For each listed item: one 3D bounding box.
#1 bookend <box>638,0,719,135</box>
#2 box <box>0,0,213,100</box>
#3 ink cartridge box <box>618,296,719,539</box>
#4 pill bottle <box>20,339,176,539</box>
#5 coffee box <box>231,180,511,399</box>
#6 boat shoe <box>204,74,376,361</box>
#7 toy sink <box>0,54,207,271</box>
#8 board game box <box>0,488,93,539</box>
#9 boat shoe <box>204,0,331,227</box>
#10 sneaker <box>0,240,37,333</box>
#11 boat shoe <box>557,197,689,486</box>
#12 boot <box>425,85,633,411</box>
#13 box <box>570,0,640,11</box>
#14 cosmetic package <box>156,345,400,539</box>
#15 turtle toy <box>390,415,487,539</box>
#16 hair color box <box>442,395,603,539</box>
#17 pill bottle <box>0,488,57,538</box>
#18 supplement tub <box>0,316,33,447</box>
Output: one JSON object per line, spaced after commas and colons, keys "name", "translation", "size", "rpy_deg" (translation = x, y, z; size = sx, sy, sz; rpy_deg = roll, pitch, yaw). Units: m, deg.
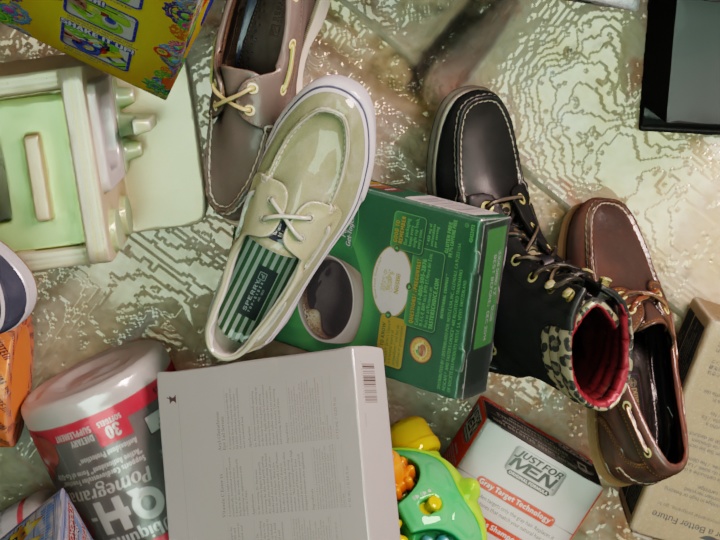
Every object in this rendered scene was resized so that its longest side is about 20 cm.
{"name": "bookend", "translation": [0.242, -0.173, 1.014], "size": [0.091, 0.200, 0.201], "rpy_deg": [3, 102, 0]}
{"name": "box", "translation": [-0.120, -0.243, 0.964], "size": [0.121, 0.193, 0.201], "rpy_deg": [25, 72, -5]}
{"name": "ink cartridge box", "translation": [0.304, 0.130, 1.145], "size": [0.198, 0.075, 0.166], "rpy_deg": [19, 103, -5]}
{"name": "pill bottle", "translation": [-0.149, 0.160, 1.132], "size": [0.110, 0.111, 0.201], "rpy_deg": [-22, 102, 5]}
{"name": "coffee box", "translation": [0.000, 0.000, 1.080], "size": [0.199, 0.044, 0.124], "rpy_deg": [15, 104, 33]}
{"name": "boat shoe", "translation": [-0.044, -0.027, 1.031], "size": [0.072, 0.062, 0.201], "rpy_deg": [23, 113, 1]}
{"name": "toy sink", "translation": [-0.211, -0.073, 1.079], "size": [0.198, 0.112, 0.132], "rpy_deg": [-6, 103, 1]}
{"name": "board game box", "translation": [-0.227, 0.249, 1.065], "size": [0.198, 0.062, 0.201], "rpy_deg": [-9, 118, -5]}
{"name": "boat shoe", "translation": [-0.070, -0.130, 1.069], "size": [0.071, 0.059, 0.202], "rpy_deg": [16, 91, 31]}
{"name": "sneaker", "translation": [-0.296, -0.020, 0.986], "size": [0.199, 0.109, 0.070], "rpy_deg": [33, 103, -3]}
{"name": "boat shoe", "translation": [0.185, 0.044, 1.095], "size": [0.070, 0.070, 0.202], "rpy_deg": [-5, 78, -25]}
{"name": "boot", "translation": [0.114, -0.015, 1.067], "size": [0.073, 0.153, 0.205], "rpy_deg": [-14, 108, -26]}
{"name": "box", "translation": [0.091, -0.251, 1.039], "size": [0.198, 0.115, 0.133], "rpy_deg": [12, 102, -2]}
{"name": "cosmetic package", "translation": [-0.051, 0.157, 1.041], "size": [0.150, 0.052, 0.202], "rpy_deg": [-8, 83, 25]}
{"name": "turtle toy", "translation": [0.002, 0.198, 1.096], "size": [0.200, 0.101, 0.146], "rpy_deg": [-39, 69, 20]}
{"name": "hair color box", "translation": [0.079, 0.205, 1.169], "size": [0.101, 0.061, 0.201], "rpy_deg": [31, 102, -6]}
{"name": "pill bottle", "translation": [-0.280, 0.247, 1.153], "size": [0.199, 0.109, 0.109], "rpy_deg": [-29, 101, 6]}
{"name": "supplement tub", "translation": [-0.330, 0.065, 1.105], "size": [0.198, 0.123, 0.124], "rpy_deg": [5, 103, -1]}
